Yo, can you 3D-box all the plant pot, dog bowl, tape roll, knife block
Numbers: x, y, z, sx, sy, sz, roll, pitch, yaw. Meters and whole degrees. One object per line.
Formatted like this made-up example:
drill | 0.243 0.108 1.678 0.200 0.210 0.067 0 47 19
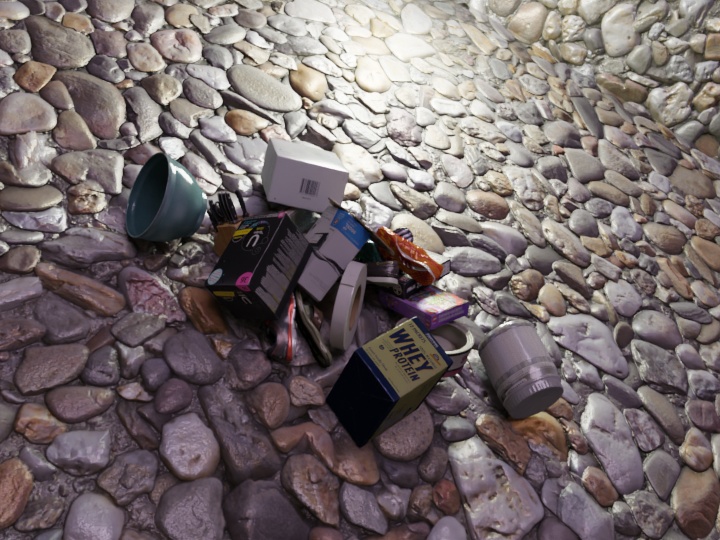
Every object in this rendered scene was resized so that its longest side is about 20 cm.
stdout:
plant pot | -0.442 -0.155 1.673 0.132 0.200 0.204 20 40 -39
dog bowl | 0.171 0.183 1.708 0.194 0.076 0.201 6 22 -3
tape roll | -0.027 0.081 1.652 0.036 0.207 0.205 13 43 9
knife block | -0.280 -0.090 1.692 0.199 0.177 0.064 40 45 11

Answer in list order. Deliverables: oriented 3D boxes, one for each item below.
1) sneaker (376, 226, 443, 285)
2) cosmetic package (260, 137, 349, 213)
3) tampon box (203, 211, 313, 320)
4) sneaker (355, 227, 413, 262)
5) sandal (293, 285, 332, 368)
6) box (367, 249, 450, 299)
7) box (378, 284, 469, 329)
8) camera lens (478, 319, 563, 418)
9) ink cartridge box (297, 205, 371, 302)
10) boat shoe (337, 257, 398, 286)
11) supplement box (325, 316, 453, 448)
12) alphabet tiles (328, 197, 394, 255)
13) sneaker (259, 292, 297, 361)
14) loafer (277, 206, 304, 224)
sneaker | 0.118 -0.038 1.785 0.199 0.074 0.077 41 40 14
cosmetic package | -0.151 -0.252 1.896 0.194 0.126 0.201 11 19 -19
tampon box | -0.225 -0.009 1.605 0.127 0.147 0.203 51 51 -37
sneaker | 0.046 -0.042 1.853 0.195 0.088 0.076 -21 78 -6
sandal | -0.107 0.129 1.656 0.056 0.080 0.204 -22 71 -20
box | 0.117 -0.001 1.864 0.159 0.050 0.198 19 33 40
box | 0.157 0.079 1.799 0.134 0.040 0.198 -17 29 -36
camera lens | 0.390 0.237 1.759 0.156 0.162 0.203 -2 51 -28
ink cartridge box | -0.086 -0.043 1.701 0.084 0.202 0.144 40 -5 -26
boat shoe | 0.000 0.000 1.768 0.195 0.072 0.063 5 79 16
supplement box | 0.061 0.241 1.555 0.197 0.202 0.135 -24 64 -40
alphabet tiles | 0.001 -0.106 1.732 0.166 0.006 0.199 43 -3 -42
sneaker | -0.191 0.110 1.635 0.079 0.078 0.204 3 49 -16
loafer | -0.218 -0.119 1.833 0.062 0.073 0.200 30 46 12
